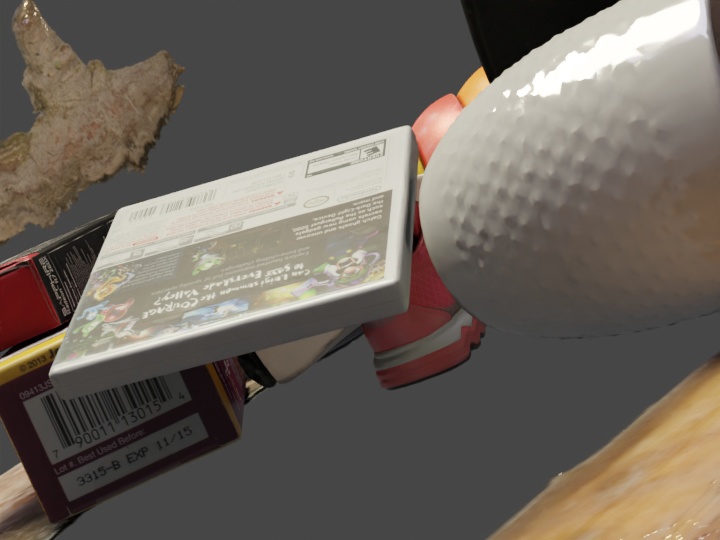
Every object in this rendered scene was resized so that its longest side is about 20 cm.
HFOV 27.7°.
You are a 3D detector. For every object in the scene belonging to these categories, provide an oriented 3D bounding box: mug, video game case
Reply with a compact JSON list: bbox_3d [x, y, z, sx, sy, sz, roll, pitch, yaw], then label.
[{"bbox_3d":[0.137,-0.038,0.707,0.174,0.150,0.199,-22,-25,34],"label":"mug"},{"bbox_3d":[-0.064,-0.008,0.825,0.197,0.024,0.183,-15,29,13],"label":"video game case"}]

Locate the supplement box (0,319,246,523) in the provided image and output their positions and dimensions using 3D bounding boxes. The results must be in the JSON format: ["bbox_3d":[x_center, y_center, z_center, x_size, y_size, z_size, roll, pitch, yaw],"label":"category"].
[{"bbox_3d":[-0.152,0.070,0.951,0.130,0.104,0.200,-25,8,1],"label":"supplement box"}]

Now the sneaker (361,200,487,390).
[{"bbox_3d":[0.053,-0.014,0.868,0.073,0.087,0.200,-19,18,33],"label":"sneaker"}]

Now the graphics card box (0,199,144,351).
[{"bbox_3d":[-0.222,0.013,0.984,0.124,0.051,0.200,-23,8,16],"label":"graphics card box"}]

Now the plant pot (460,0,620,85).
[{"bbox_3d":[0.167,-0.164,0.815,0.197,0.179,0.201,10,49,15],"label":"plant pot"}]

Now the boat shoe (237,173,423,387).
[{"bbox_3d":[0.000,0.000,1.009,0.199,0.075,0.093,-35,2,5],"label":"boat shoe"}]

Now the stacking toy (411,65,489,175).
[{"bbox_3d":[0.054,-0.064,1.053,0.198,0.148,0.146,-21,7,2],"label":"stacking toy"}]
